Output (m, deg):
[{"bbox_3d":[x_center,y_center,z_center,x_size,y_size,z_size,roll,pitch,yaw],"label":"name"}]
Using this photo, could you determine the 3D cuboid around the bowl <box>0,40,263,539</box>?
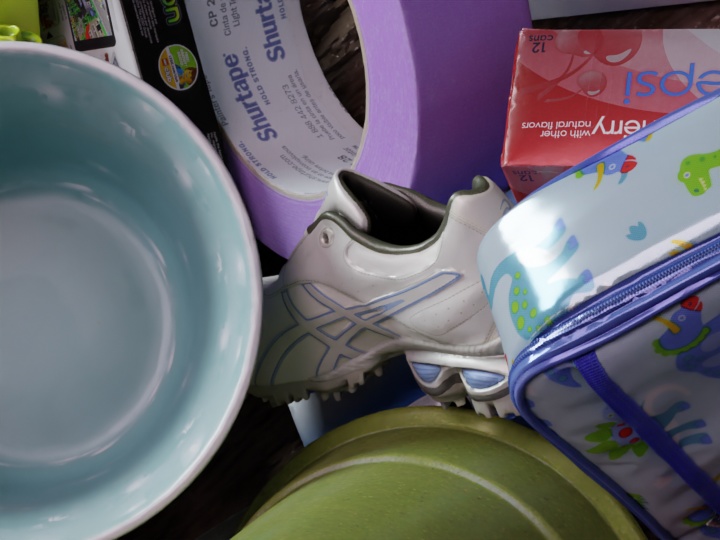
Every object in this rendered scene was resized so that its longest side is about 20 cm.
[{"bbox_3d":[-0.135,0.018,1.054,0.199,0.105,0.202,0,82,1],"label":"bowl"}]

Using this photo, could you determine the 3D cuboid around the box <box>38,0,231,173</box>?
[{"bbox_3d":[-0.107,-0.058,1.181,0.110,0.035,0.201,-11,95,53],"label":"box"}]

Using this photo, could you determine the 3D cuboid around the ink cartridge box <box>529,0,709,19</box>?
[{"bbox_3d":[0.104,-0.217,1.151,0.145,0.084,0.201,-3,69,34],"label":"ink cartridge box"}]

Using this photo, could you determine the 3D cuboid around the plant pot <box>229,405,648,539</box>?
[{"bbox_3d":[-0.002,0.155,0.956,0.199,0.190,0.202,0,91,21],"label":"plant pot"}]

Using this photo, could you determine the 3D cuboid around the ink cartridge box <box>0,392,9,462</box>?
[{"bbox_3d":[-0.205,0.081,1.186,0.199,0.084,0.147,2,81,36],"label":"ink cartridge box"}]

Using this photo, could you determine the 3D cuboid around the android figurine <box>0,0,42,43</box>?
[{"bbox_3d":[-0.184,-0.100,1.205,0.182,0.041,0.201,44,141,47],"label":"android figurine"}]

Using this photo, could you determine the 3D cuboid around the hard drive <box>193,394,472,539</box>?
[{"bbox_3d":[-0.009,0.156,1.078,0.199,0.033,0.140,-33,79,19],"label":"hard drive"}]

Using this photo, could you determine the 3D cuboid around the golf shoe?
[{"bbox_3d":[0.000,0.000,1.054,0.199,0.098,0.078,-3,28,41],"label":"golf shoe"}]

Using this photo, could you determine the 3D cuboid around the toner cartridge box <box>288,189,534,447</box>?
[{"bbox_3d":[0.063,0.026,1.106,0.200,0.043,0.095,-36,54,18],"label":"toner cartridge box"}]

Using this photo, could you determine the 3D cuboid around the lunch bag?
[{"bbox_3d":[0.140,0.024,0.952,0.160,0.200,0.083,-26,54,15],"label":"lunch bag"}]

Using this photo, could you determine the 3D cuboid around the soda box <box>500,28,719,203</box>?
[{"bbox_3d":[0.158,-0.050,1.017,0.199,0.070,0.064,0,64,16],"label":"soda box"}]

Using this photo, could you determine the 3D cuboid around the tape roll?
[{"bbox_3d":[-0.013,-0.105,1.125,0.200,0.065,0.201,32,132,43],"label":"tape roll"}]
